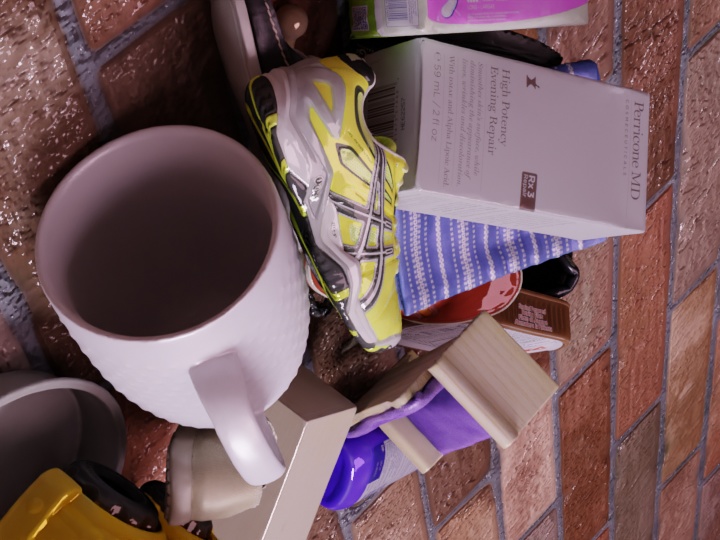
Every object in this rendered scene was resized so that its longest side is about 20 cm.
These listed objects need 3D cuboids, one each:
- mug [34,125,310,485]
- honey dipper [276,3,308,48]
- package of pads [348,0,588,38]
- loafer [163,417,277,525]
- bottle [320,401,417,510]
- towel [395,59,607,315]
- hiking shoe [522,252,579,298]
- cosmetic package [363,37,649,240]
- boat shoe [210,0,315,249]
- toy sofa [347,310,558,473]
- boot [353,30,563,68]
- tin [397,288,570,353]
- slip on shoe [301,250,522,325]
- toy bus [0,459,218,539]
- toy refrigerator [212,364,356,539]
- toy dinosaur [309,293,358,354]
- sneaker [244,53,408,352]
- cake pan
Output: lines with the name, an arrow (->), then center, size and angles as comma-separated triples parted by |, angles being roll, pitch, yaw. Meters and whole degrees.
mug -> -0.094, 0.039, 0.987 | 0.147, 0.200, 0.175 | -24, 149, -3
honey dipper -> -0.063, -0.082, 1.073 | 0.038, 0.038, 0.200 | -16, 129, -48
package of pads -> 0.071, -0.230, 1.033 | 0.200, 0.068, 0.155 | -14, 103, -50
loafer -> -0.091, 0.118, 1.109 | 0.200, 0.068, 0.076 | -83, -179, -68
bottle -> 0.033, 0.138, 1.399 | 0.200, 0.065, 0.084 | -22, 143, -45
towel -> 0.100, -0.061, 1.140 | 0.200, 0.024, 0.145 | -19, 115, -33
hiking shoe -> 0.144, 0.002, 1.389 | 0.076, 0.101, 0.200 | -58, 150, 6
cosmetic package -> 0.098, -0.082, 1.068 | 0.200, 0.074, 0.102 | 6, 83, -33
boat shoe -> -0.043, -0.100, 1.007 | 0.060, 0.074, 0.200 | -22, 125, -10
toy sofa -> 0.060, 0.107, 1.234 | 0.098, 0.083, 0.200 | -45, -178, -20
boot -> 0.046, -0.108, 1.155 | 0.211, 0.079, 0.158 | 5, 109, -45
tin -> 0.095, 0.043, 1.331 | 0.200, 0.112, 0.042 | 14, 73, -51
slip on shoe -> 0.048, 0.005, 1.177 | 0.200, 0.061, 0.074 | 9, 98, -41
toy bus -> -0.131, 0.232, 1.052 | 0.136, 0.192, 0.200 | -58, 152, 1
toy refrigerator -> -0.077, 0.175, 1.265 | 0.070, 0.076, 0.200 | -11, 128, -51
toy dinosaur -> 0.000, 0.000, 1.238 | 0.088, 0.047, 0.200 | -26, 143, -51
sneaker -> -0.002, -0.036, 0.969 | 0.076, 0.075, 0.200 | -25, 124, -9
cake pan -> -0.238, 0.146, 1.040 | 0.200, 0.037, 0.201 | -37, 145, -31
